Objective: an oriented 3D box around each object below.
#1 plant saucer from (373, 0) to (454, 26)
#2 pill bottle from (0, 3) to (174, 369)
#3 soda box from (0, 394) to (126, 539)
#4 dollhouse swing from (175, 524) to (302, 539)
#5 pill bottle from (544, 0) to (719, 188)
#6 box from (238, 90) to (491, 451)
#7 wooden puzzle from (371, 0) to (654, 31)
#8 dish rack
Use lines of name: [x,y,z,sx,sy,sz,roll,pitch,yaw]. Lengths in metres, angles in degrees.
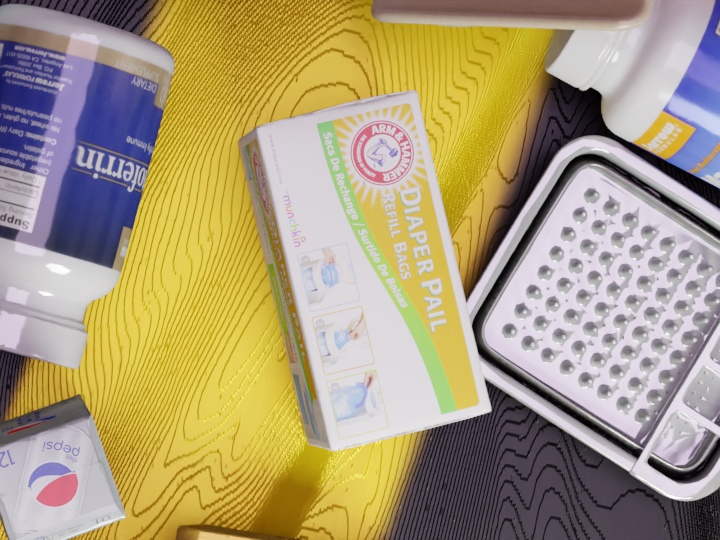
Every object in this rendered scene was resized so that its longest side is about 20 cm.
plant saucer: [0.058,-0.251,1.671,0.199,0.050,0.201,0,90,-9]
pill bottle: [-0.189,-0.049,1.599,0.115,0.116,0.201,15,88,-8]
soda box: [-0.181,0.117,1.553,0.068,0.200,0.064,-19,93,-8]
dollhouse swing: [-0.054,0.262,1.583,0.181,0.176,0.201,10,87,-8]
pill bottle: [0.219,-0.115,1.661,0.199,0.112,0.113,26,85,-7]
box: [0.000,0.000,1.627,0.101,0.112,0.201,-13,90,-9]
wooden puzzle: [0.103,-0.240,1.595,0.184,0.046,0.201,5,84,30]
dish rack: [0.172,0.029,1.687,0.199,0.044,0.172,32,85,-7]
